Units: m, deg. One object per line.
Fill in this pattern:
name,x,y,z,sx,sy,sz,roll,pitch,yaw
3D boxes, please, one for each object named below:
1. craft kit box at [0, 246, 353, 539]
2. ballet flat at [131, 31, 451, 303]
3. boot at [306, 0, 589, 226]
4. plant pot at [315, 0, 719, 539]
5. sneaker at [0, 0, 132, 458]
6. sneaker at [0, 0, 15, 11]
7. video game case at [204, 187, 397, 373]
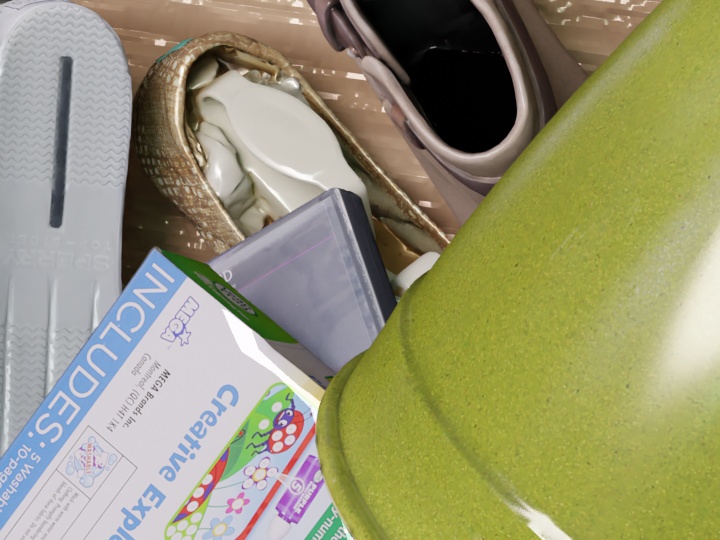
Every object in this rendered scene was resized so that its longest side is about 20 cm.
craft kit box,-0.039,0.131,0.798,0.197,0.049,0.200,40,96,22
ballet flat,0.000,0.000,0.907,0.200,0.065,0.071,43,68,8
boot,0.050,-0.034,0.864,0.070,0.146,0.200,-39,81,5
plant pot,0.120,0.006,0.737,0.200,0.200,0.193,34,114,11
sneaker,-0.112,0.015,0.888,0.073,0.071,0.201,11,85,-29
sneaker,-0.191,-0.044,0.950,0.200,0.074,0.079,-30,54,0
video game case,-0.029,0.095,0.859,0.143,0.019,0.200,-30,66,25
